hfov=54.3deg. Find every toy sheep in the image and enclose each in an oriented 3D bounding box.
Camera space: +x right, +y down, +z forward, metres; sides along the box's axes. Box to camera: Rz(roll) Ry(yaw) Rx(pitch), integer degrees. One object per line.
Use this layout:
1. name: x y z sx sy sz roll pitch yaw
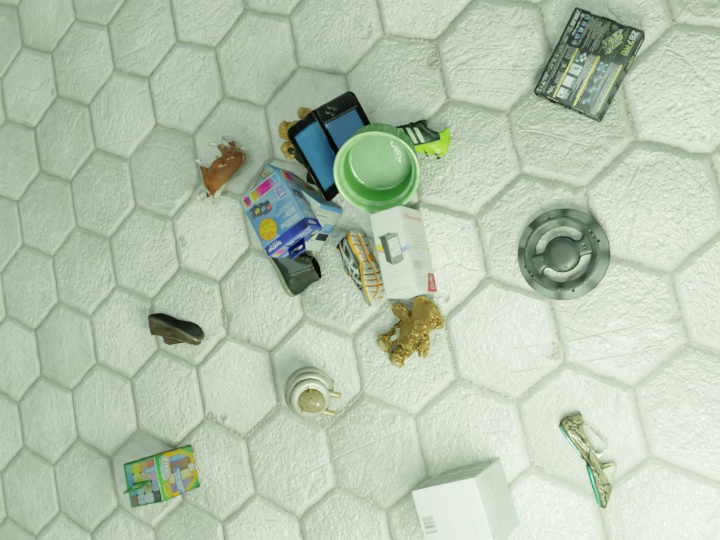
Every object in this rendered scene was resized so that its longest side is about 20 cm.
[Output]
1. toy sheep: -0.126 0.302 1.749 0.137 0.200 0.139 -2 97 -15

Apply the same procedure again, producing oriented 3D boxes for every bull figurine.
1. bull figurine: -0.400 -0.277 1.949 0.200 0.065 0.122 -42 79 17

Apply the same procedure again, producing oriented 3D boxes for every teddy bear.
1. teddy bear: 0.120 0.146 1.688 0.145 0.067 0.201 37 111 32
2. teddy bear: -0.129 -0.350 1.809 0.199 0.067 0.146 11 96 26

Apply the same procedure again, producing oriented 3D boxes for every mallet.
1. mallet: -0.122 -0.256 1.743 0.065 0.200 0.041 14 81 16

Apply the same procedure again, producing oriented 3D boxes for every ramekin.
1. ramekin: 0.042 -0.244 1.638 0.199 0.098 0.201 4 120 6

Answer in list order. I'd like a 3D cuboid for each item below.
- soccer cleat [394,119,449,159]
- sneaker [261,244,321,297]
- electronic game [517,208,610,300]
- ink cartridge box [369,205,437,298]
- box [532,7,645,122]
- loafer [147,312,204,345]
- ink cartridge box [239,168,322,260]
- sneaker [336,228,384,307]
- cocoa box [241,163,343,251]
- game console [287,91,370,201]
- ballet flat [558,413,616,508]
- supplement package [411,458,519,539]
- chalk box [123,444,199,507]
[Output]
1. soccer cleat: 0.118 -0.325 1.689 0.199 0.068 0.082 13 84 9
2. sneaker: -0.179 -0.042 1.837 0.106 0.075 0.201 -29 85 18
3. electronic game: 0.443 -0.035 1.538 0.199 0.042 0.201 -1 89 28
4. ink cartridge box: 0.103 -0.038 1.649 0.085 0.147 0.201 -16 80 24
5. box: 0.493 -0.446 1.524 0.161 0.049 0.201 30 101 26
6. loafer: -0.524 0.179 2.003 0.199 0.073 0.071 18 107 31
7. ink cartridge box: -0.185 -0.122 1.687 0.136 0.076 0.201 -35 77 20
8. sneaker: 0.000 0.000 1.746 0.077 0.078 0.201 -29 72 36
9. cocoa box: -0.172 -0.160 1.796 0.200 0.133 0.132 38 103 22
10. game console: -0.050 -0.300 1.696 0.172 0.119 0.201 -25 110 15
11. ballet flat: 0.495 0.397 1.490 0.075 0.068 0.201 -26 74 7
12. supplement package: 0.233 0.519 1.535 0.150 0.200 0.153 -21 79 25
13. chalk box: -0.560 0.567 1.928 0.124 0.200 0.125 -17 81 24
